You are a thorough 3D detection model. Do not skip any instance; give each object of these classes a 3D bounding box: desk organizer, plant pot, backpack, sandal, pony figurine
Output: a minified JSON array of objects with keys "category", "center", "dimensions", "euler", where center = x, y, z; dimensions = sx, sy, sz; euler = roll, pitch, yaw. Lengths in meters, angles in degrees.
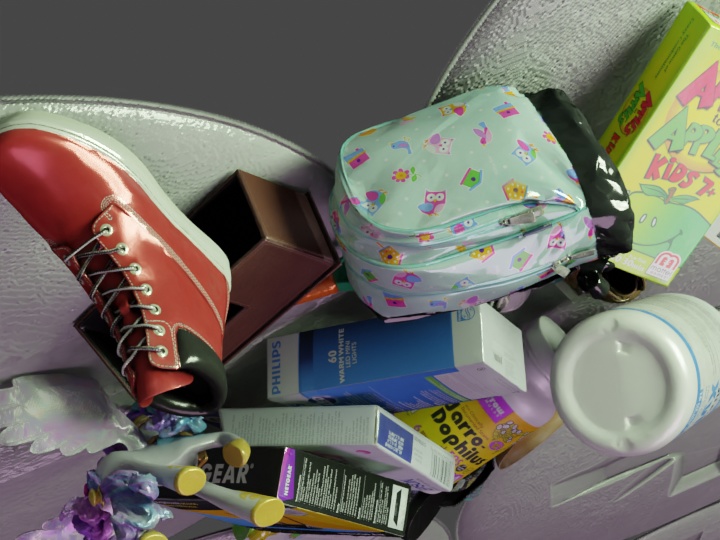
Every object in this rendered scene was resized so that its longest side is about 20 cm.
[{"category":"desk organizer","center":[-0.117,0.018,0.949],"dimensions":[0.200,0.072,0.077],"euler":[-40,145,25]},{"category":"plant pot","center":[0.215,0.138,1.382],"dimensions":[0.200,0.027,0.200],"euler":[-39,163,-14]},{"category":"backpack","center":[0.076,-0.050,0.922],"dimensions":[0.200,0.167,0.127],"euler":[-18,134,-6]},{"category":"sandal","center":[0.108,0.220,1.372],"dimensions":[0.200,0.045,0.075],"euler":[-48,149,-39]},{"category":"pony figurine","center":[-0.185,0.163,1.022],"dimensions":[0.193,0.200,0.167],"euler":[-11,106,-33]}]

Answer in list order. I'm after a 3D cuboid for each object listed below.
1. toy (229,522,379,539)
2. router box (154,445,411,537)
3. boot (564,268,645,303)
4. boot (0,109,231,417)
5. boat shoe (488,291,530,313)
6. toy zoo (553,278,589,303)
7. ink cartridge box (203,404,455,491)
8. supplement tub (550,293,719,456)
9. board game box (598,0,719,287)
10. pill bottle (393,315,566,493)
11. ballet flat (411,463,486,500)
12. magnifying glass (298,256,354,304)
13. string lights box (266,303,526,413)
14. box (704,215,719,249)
[{"category":"toy","center":[-0.055,0.280,1.440],"dimensions":[0.200,0.047,0.115],"euler":[9,140,-40]},{"category":"router box","center":[-0.077,0.197,1.139],"dimensions":[0.149,0.051,0.200],"euler":[24,157,-38]},{"category":"boot","center":[0.221,0.004,1.133],"dimensions":[0.074,0.076,0.200],"euler":[-36,153,10]},{"category":"boot","center":[-0.152,0.002,0.778],"dimensions":[0.072,0.144,0.200],"euler":[-33,126,21]},{"category":"boat shoe","center":[0.098,0.012,1.103],"dimensions":[0.072,0.066,0.200],"euler":[-34,149,15]},{"category":"toy zoo","center":[0.227,-0.030,1.179],"dimensions":[0.131,0.020,0.200],"euler":[-33,150,14]},{"category":"ink cartridge box","center":[-0.038,0.167,1.181],"dimensions":[0.200,0.043,0.196],"euler":[-5,159,24]},{"category":"supplement tub","center":[0.268,0.092,1.193],"dimensions":[0.132,0.132,0.200],"euler":[-41,165,26]},{"category":"board game box","center":[0.241,-0.091,0.976],"dimensions":[0.101,0.048,0.200],"euler":[20,118,-20]},{"category":"pill bottle","center":[0.121,0.130,1.272],"dimensions":[0.200,0.104,0.104],"euler":[-38,148,21]},{"category":"ballet flat","center":[0.065,0.218,1.428],"dimensions":[0.200,0.074,0.074],"euler":[5,139,-45]},{"category":"magnifying glass","center":[0.000,0.000,1.016],"dimensions":[0.200,0.080,0.022],"euler":[-16,153,5]},{"category":"string lights box","center":[0.030,0.082,1.102],"dimensions":[0.200,0.059,0.103],"euler":[-11,156,23]},{"category":"box","center":[0.322,-0.088,1.119],"dimensions":[0.119,0.041,0.200],"euler":[-48,143,15]}]
